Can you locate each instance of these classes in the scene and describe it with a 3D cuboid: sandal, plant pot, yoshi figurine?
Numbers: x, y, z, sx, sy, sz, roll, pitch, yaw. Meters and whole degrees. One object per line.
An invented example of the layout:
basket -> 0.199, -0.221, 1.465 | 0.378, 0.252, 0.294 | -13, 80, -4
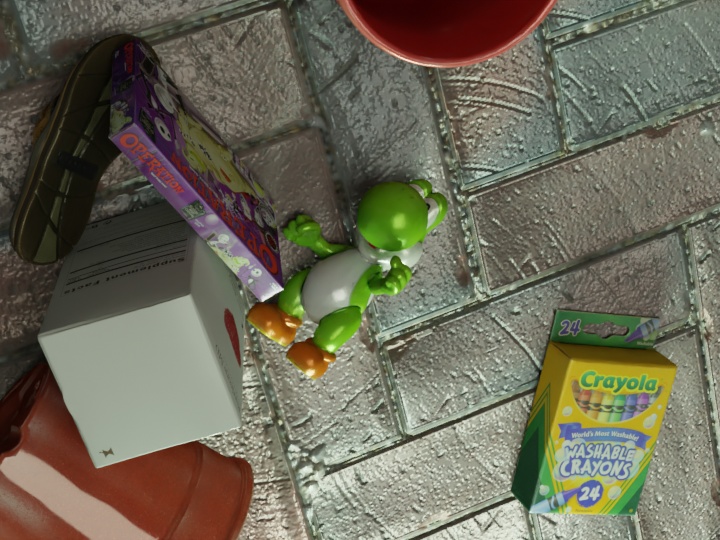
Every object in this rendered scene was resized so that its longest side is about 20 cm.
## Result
sandal -> -0.229, -0.101, 1.069 | 0.082, 0.055, 0.200 | 26, 86, -49
plant pot -> 0.044, -0.272, 1.039 | 0.200, 0.177, 0.201 | -7, 112, -18
plant pot -> -0.227, 0.190, 1.111 | 0.195, 0.201, 0.201 | 39, 93, -20
yoshi figurine -> -0.007, -0.007, 1.159 | 0.112, 0.112, 0.200 | 43, 88, -21

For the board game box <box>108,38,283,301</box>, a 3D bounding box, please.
board game box -> -0.128, -0.078, 1.061 | 0.032, 0.120, 0.200 | -25, 131, 18

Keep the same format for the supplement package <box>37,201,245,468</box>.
supplement package -> -0.164, 0.041, 1.053 | 0.119, 0.200, 0.122 | -16, 115, 4

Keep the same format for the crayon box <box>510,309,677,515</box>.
crayon box -> 0.236, 0.145, 1.331 | 0.125, 0.052, 0.201 | 5, 107, -22
